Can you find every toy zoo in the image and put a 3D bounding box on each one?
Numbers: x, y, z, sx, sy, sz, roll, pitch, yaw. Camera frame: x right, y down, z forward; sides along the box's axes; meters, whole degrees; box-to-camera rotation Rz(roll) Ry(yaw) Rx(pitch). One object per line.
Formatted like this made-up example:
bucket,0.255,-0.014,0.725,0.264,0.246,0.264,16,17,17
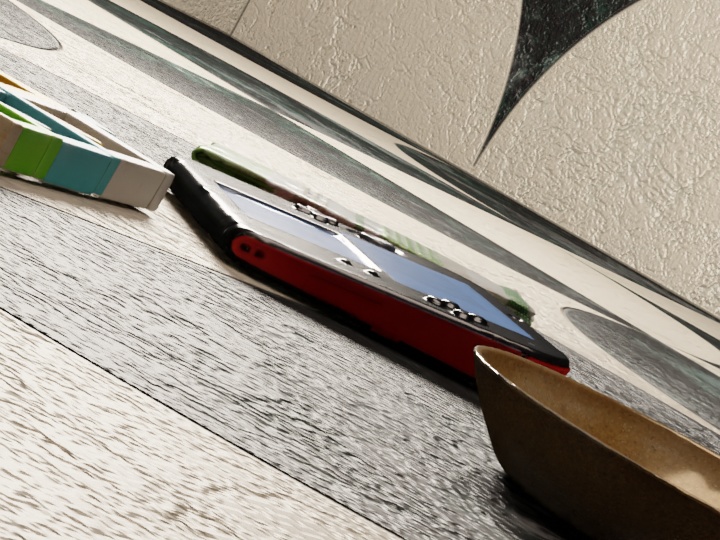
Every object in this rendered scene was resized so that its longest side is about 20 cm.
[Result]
toy zoo,-0.160,-0.070,1.189,0.131,0.020,0.200,30,4,17

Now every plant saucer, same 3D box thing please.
plant saucer,0.122,0.090,1.022,0.200,0.035,0.200,28,5,-2

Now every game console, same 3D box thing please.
game console,0.000,0.000,1.317,0.177,0.031,0.200,28,4,-17

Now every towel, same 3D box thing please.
towel,-0.002,-0.013,1.511,0.200,0.031,0.149,26,2,0
